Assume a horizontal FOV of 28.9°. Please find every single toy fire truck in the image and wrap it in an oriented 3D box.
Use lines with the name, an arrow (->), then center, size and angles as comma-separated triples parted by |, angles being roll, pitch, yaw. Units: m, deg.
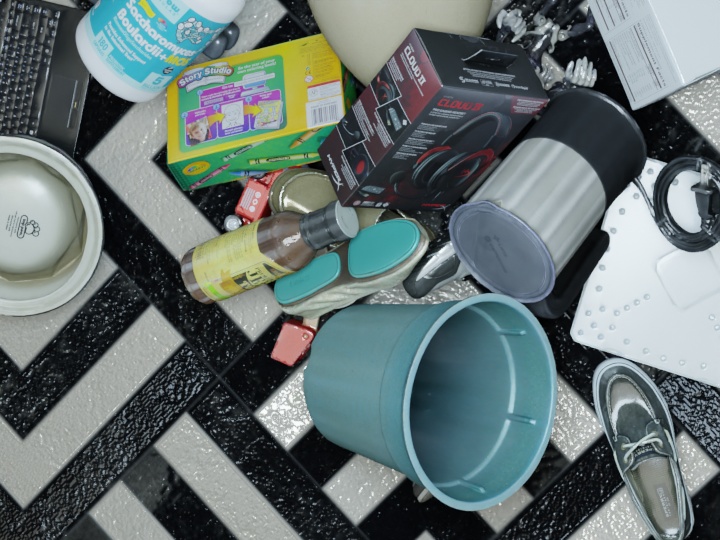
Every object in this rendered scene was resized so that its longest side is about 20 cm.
toy fire truck -> -0.082, -0.017, 1.498 | 0.140, 0.049, 0.202 | 27, 97, 7

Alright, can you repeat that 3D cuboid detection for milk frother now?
milk frother -> 0.223, -0.052, 1.321 | 0.199, 0.188, 0.182 | -2, 128, 49

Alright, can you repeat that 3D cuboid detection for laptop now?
laptop -> -0.403, -0.215, 1.514 | 0.197, 0.103, 0.180 | 14, 97, 9

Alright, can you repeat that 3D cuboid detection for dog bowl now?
dog bowl -> -0.371, -0.057, 1.510 | 0.197, 0.074, 0.203 | -1, 110, -2

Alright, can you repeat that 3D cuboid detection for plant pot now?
plant pot -> 0.057, 0.116, 1.373 | 0.195, 0.198, 0.204 | 6, 97, 52
plant pot -> 0.044, -0.253, 1.398 | 0.197, 0.201, 0.136 | -3, 113, 10

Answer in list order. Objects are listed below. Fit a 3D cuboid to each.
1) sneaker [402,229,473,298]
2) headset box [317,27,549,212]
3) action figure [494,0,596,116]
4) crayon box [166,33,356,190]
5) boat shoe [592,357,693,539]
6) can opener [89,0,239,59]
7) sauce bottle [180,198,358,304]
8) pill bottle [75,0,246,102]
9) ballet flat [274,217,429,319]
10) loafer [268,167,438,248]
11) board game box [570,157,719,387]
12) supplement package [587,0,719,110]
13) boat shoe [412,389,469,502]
sneaker -> 0.131, -0.020, 1.414 | 0.199, 0.074, 0.081 | -32, 99, -22
headset box -> 0.074, -0.148, 1.354 | 0.200, 0.147, 0.076 | -47, 56, 38
action figure -> 0.184, -0.228, 1.409 | 0.118, 0.102, 0.202 | 30, 97, -5
crayon box -> -0.104, -0.167, 1.459 | 0.197, 0.058, 0.120 | -12, 59, 11
boat shoe -> 0.296, 0.186, 1.432 | 0.071, 0.071, 0.202 | -24, 89, 11
can opener -> -0.225, -0.287, 1.512 | 0.199, 0.053, 0.067 | 37, 131, 5
sauce bottle -> -0.092, -0.022, 1.413 | 0.198, 0.064, 0.066 | -21, 90, 32
pill bottle -> -0.190, -0.269, 1.407 | 0.199, 0.111, 0.111 | -39, 87, 30
ballet flat -> 0.000, 0.000, 1.406 | 0.198, 0.062, 0.068 | -19, 55, 35
loafer -> 0.001, -0.052, 1.446 | 0.197, 0.067, 0.077 | 20, 87, -11
board game box -> 0.337, 0.003, 1.435 | 0.197, 0.026, 0.203 | 17, 97, 8
supplement package -> 0.334, -0.271, 1.336 | 0.198, 0.111, 0.158 | -24, 90, -16
boat shoe -> 0.114, 0.154, 1.471 | 0.057, 0.067, 0.200 | 42, 95, 21
